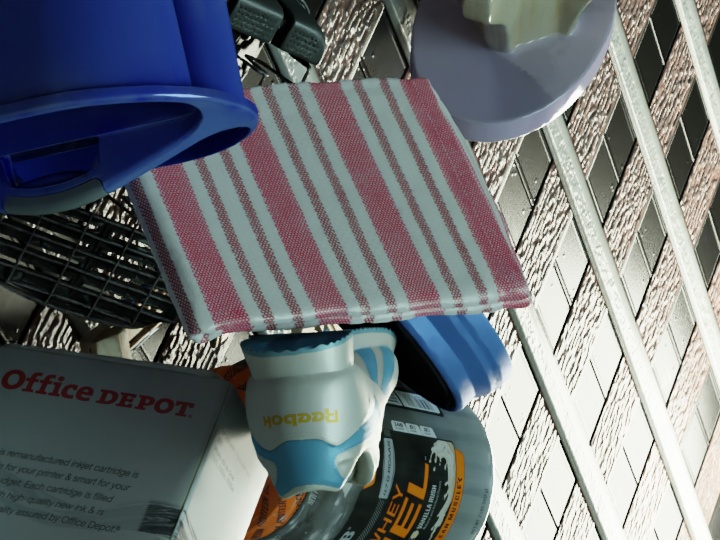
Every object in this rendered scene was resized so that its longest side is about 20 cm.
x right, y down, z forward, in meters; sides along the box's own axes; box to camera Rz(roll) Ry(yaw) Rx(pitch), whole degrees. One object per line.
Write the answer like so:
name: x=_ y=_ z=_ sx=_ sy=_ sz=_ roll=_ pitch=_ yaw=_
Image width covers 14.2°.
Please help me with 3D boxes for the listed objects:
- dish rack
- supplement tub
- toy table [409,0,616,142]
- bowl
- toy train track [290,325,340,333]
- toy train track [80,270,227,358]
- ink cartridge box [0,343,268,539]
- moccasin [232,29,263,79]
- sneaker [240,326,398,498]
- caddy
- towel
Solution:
dish rack: x=-0.115 y=-0.071 z=1.494 sx=0.153 sy=0.055 sz=0.200 roll=21 pitch=101 yaw=-36
supplement tub: x=-0.020 y=0.112 z=1.645 sx=0.200 sy=0.122 sz=0.123 roll=13 pitch=84 yaw=-56
toy table: x=0.105 y=-0.193 z=1.875 sx=0.117 sy=0.184 sz=0.200 roll=92 pitch=9 yaw=-50
bowl: x=0.000 y=0.000 z=1.590 sx=0.039 sy=0.201 sz=0.201 roll=-45 pitch=144 yaw=-9
toy train track: x=-0.031 y=0.027 z=1.801 sx=0.200 sy=0.032 sz=0.115 roll=64 pitch=32 yaw=-58
toy train track: x=-0.094 y=0.008 z=1.641 sx=0.200 sy=0.032 sz=0.115 roll=-43 pitch=133 yaw=-52
ink cartridge box: x=-0.147 y=0.147 z=1.451 sx=0.084 sy=0.146 sz=0.200 roll=63 pitch=41 yaw=-51
moccasin: x=-0.080 y=-0.164 z=1.560 sx=0.074 sy=0.078 sz=0.202 roll=-40 pitch=152 yaw=-75
sneaker: x=-0.022 y=0.070 z=1.475 sx=0.200 sy=0.076 sz=0.081 roll=-9 pitch=93 yaw=-80
caddy: x=-0.146 y=-0.079 z=1.352 sx=0.141 sy=0.200 sz=0.105 roll=16 pitch=65 yaw=-65
towel: x=-0.023 y=-0.030 z=1.453 sx=0.200 sy=0.146 sz=0.030 roll=-6 pitch=145 yaw=-28
